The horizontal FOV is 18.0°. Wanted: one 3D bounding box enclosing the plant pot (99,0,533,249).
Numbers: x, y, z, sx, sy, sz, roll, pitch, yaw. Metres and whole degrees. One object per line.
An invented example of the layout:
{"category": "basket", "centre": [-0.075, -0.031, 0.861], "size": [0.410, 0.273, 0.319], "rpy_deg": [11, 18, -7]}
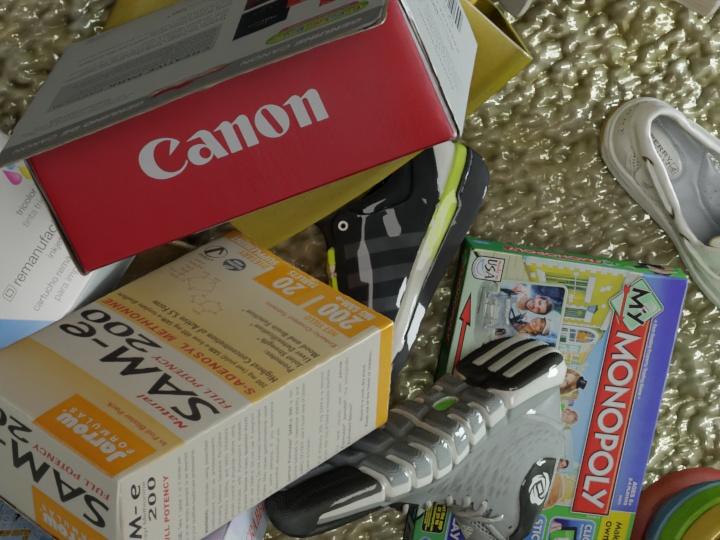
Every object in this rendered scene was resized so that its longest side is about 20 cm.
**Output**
{"category": "plant pot", "centre": [-0.045, -0.130, 1.251], "size": [0.200, 0.200, 0.176], "rpy_deg": [39, 100, -11]}

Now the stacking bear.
{"category": "stacking bear", "centre": [0.227, 0.182, 1.310], "size": [0.121, 0.200, 0.114], "rpy_deg": [-14, 96, -10]}

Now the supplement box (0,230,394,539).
{"category": "supplement box", "centre": [-0.094, 0.066, 1.194], "size": [0.200, 0.126, 0.074], "rpy_deg": [-30, 136, -39]}

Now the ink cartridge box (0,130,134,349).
{"category": "ink cartridge box", "centre": [-0.240, -0.018, 1.243], "size": [0.200, 0.085, 0.145], "rpy_deg": [31, 86, 5]}

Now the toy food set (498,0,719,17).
{"category": "toy food set", "centre": [0.171, -0.207, 1.277], "size": [0.200, 0.060, 0.144], "rpy_deg": [-6, 129, -48]}

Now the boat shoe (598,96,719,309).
{"category": "boat shoe", "centre": [0.226, -0.023, 1.363], "size": [0.200, 0.069, 0.071], "rpy_deg": [42, 84, -11]}

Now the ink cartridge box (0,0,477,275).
{"category": "ink cartridge box", "centre": [-0.055, -0.079, 1.082], "size": [0.200, 0.176, 0.084], "rpy_deg": [-20, 111, 15]}

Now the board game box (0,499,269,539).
{"category": "board game box", "centre": [-0.159, 0.164, 1.183], "size": [0.199, 0.200, 0.041], "rpy_deg": [-7, 113, 12]}

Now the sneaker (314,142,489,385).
{"category": "sneaker", "centre": [0.000, 0.000, 1.325], "size": [0.083, 0.072, 0.200], "rpy_deg": [28, 79, -10]}

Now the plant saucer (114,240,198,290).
{"category": "plant saucer", "centre": [-0.136, 0.077, 1.317], "size": [0.200, 0.035, 0.201], "rpy_deg": [-1, 94, -10]}

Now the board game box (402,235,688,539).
{"category": "board game box", "centre": [0.108, 0.087, 1.348], "size": [0.134, 0.029, 0.200], "rpy_deg": [8, 104, -10]}

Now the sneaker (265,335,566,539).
{"category": "sneaker", "centre": [0.044, 0.128, 1.276], "size": [0.200, 0.075, 0.116], "rpy_deg": [-27, 120, -25]}
